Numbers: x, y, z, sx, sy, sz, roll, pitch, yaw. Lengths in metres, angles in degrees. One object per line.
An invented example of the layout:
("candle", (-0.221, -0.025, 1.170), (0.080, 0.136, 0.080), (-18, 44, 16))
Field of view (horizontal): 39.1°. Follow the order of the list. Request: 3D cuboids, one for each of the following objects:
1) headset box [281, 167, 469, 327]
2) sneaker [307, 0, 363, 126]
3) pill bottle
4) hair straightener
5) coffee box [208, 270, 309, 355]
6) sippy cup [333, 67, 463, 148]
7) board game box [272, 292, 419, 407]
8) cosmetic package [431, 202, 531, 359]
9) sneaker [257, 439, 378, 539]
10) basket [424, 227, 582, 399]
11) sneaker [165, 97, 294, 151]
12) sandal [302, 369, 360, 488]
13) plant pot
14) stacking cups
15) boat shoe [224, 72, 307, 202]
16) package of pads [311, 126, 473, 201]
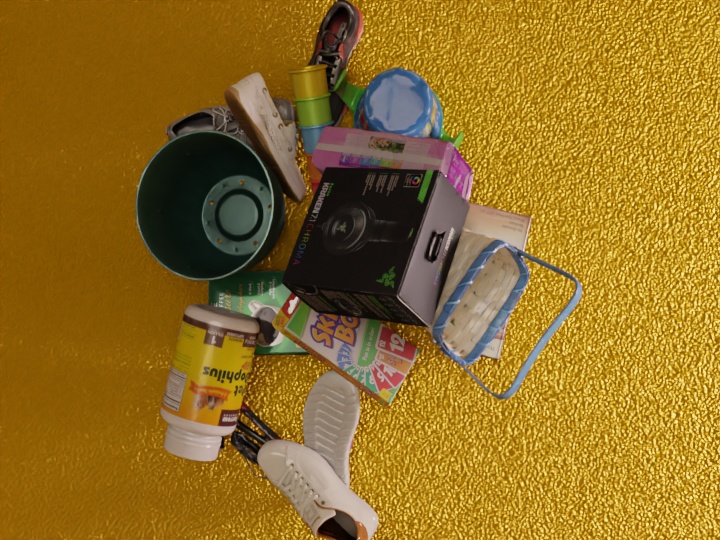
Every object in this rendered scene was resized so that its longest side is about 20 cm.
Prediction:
("headset box", (0.026, -0.032, 1.287), (0.198, 0.093, 0.176), (7, 67, 37))
("sneaker", (-0.050, -0.303, 1.487), (0.076, 0.082, 0.203), (11, 88, 8))
("pill bottle", (-0.213, 0.155, 1.410), (0.108, 0.109, 0.203), (15, 93, 9))
("hair straightener", (-0.176, 0.236, 1.479), (0.199, 0.041, 0.077), (40, 91, 5))
("coffee box", (-0.124, 0.062, 1.481), (0.197, 0.044, 0.125), (-3, 84, 7))
("sippy cup", (0.053, -0.223, 1.436), (0.175, 0.130, 0.142), (-7, 86, 1))
("board game box", (-0.020, 0.095, 1.420), (0.199, 0.030, 0.096), (34, 61, -1))
("cosmetic package", (0.169, 0.016, 1.424), (0.102, 0.087, 0.203), (12, 86, 8))
("sneaker", (-0.066, 0.310, 1.401), (0.199, 0.085, 0.073), (35, 109, 8))
("basket", (0.163, 0.042, 1.296), (0.177, 0.139, 0.200), (-52, 50, 0))
("sneaker", (-0.193, -0.209, 1.498), (0.197, 0.082, 0.076), (-16, 82, 6))
("sandal", (-0.042, 0.236, 1.452), (0.081, 0.050, 0.206), (10, 100, 13))
("plant pot", (-0.196, -0.086, 1.442), (0.197, 0.161, 0.204), (0, 89, 12))
("stacking cups", (-0.065, -0.191, 1.460), (0.060, 0.061, 0.203), (-4, 105, 7))
("boat shoe", (-0.118, -0.190, 1.458), (0.069, 0.071, 0.201), (-39, 124, -18))
("package of pads", (0.045, -0.135, 1.386), (0.198, 0.120, 0.077), (11, 77, 27))
